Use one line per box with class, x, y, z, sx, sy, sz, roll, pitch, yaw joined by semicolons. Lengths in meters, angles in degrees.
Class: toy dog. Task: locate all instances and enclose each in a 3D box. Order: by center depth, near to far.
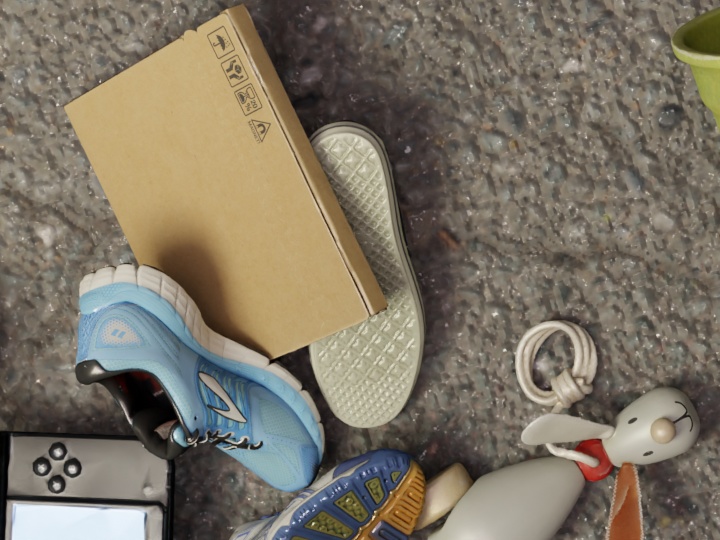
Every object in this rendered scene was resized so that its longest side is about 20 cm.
toy dog;0.111;0.137;1.370;0.132;0.096;0.201;37;97;0

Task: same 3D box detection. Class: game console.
game console;-0.206;0.197;1.321;0.171;0.119;0.202;1;87;9

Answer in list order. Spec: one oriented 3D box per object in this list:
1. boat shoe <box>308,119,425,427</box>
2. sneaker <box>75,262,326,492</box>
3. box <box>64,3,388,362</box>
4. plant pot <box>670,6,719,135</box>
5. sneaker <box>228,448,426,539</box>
boat shoe;0.000;0.000;1.387;0.074;0.062;0.202;-6;110;3
sneaker;-0.104;0.085;1.351;0.078;0.091;0.200;-21;132;40
box;-0.086;-0.041;1.368;0.163;0.021;0.201;-23;94;42
plant pot;0.294;-0.063;1.303;0.198;0.201;0.186;-11;105;6
sneaker;-0.046;0.171;1.388;0.200;0.088;0.075;-43;119;10
